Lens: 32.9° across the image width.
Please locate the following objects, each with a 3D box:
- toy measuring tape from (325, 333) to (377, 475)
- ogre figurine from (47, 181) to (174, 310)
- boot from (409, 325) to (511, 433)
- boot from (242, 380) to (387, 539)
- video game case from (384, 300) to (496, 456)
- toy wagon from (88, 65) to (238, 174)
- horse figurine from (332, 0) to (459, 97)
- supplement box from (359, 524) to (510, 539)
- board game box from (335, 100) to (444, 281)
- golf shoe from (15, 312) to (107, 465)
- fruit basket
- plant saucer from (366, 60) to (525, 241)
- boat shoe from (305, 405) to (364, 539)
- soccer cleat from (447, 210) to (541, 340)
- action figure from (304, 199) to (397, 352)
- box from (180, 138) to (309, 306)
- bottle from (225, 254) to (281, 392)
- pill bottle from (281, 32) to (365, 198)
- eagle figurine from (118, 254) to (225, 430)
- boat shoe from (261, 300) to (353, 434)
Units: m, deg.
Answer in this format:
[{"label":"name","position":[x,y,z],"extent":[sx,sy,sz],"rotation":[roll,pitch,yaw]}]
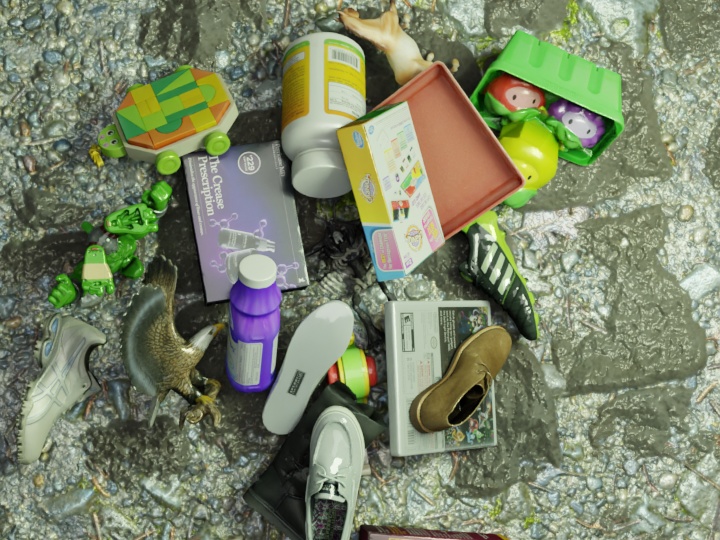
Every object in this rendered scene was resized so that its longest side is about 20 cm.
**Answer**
[{"label":"toy measuring tape","position":[-0.008,0.176,1.626],"extent":[0.073,0.074,0.200],"rotation":[-7,86,-8]},{"label":"ogre figurine","position":[-0.321,-0.031,1.578],"extent":[0.098,0.120,0.200],"rotation":[24,85,-9]},{"label":"boot","position":[0.152,0.143,1.596],"extent":[0.200,0.075,0.074],"rotation":[-44,111,-35]},{"label":"boot","position":[-0.032,0.267,1.592],"extent":[0.165,0.066,0.200],"rotation":[37,97,-5]},{"label":"video game case","position":[0.108,0.140,1.622],"extent":[0.182,0.023,0.201],"rotation":[1,84,-40]},{"label":"toy wagon","position":[-0.263,-0.193,1.596],"extent":[0.200,0.040,0.155],"rotation":[-23,52,-8]},{"label":"horse figurine","position":[0.063,-0.296,1.648],"extent":[0.200,0.050,0.133],"rotation":[53,39,-11]},{"label":"supplement box","position":[0.097,0.402,1.613],"extent":[0.200,0.086,0.111],"rotation":[6,85,-7]},{"label":"board game box","position":[0.042,-0.104,1.566],"extent":[0.040,0.153,0.200],"rotation":[-10,103,27]},{"label":"golf shoe","position":[-0.388,0.160,1.580],"extent":[0.097,0.078,0.200],"rotation":[16,85,-12]},{"label":"fruit basket","position":[0.239,-0.193,1.656],"extent":[0.215,0.156,0.216],"rotation":[5,68,-12]},{"label":"plant saucer","position":[0.093,-0.148,1.636],"extent":[0.199,0.037,0.200],"rotation":[-35,93,27]},{"label":"boat shoe","position":[-0.033,0.273,1.523],"extent":[0.070,0.072,0.201],"rotation":[4,99,2]},{"label":"soccer cleat","position":[0.183,0.010,1.669],"extent":[0.081,0.068,0.200],"rotation":[-23,82,-2]},{"label":"action figure","position":[0.000,0.000,1.626],"extent":[0.119,0.102,0.200],"rotation":[-31,92,-1]},{"label":"box","position":[-0.154,-0.063,1.624],"extent":[0.141,0.079,0.200],"rotation":[-10,87,-10]},{"label":"bottle","position":[-0.137,0.067,1.556],"extent":[0.065,0.200,0.084],"rotation":[-3,46,-12]},{"label":"pill bottle","position":[-0.048,-0.201,1.597],"extent":[0.111,0.111,0.200],"rotation":[3,63,-7]},{"label":"eagle figurine","position":[-0.246,0.097,1.564],"extent":[0.151,0.152,0.200],"rotation":[-47,110,-32]},{"label":"boat shoe","position":[-0.072,0.122,1.599],"extent":[0.069,0.057,0.200],"rotation":[29,102,-5]}]
